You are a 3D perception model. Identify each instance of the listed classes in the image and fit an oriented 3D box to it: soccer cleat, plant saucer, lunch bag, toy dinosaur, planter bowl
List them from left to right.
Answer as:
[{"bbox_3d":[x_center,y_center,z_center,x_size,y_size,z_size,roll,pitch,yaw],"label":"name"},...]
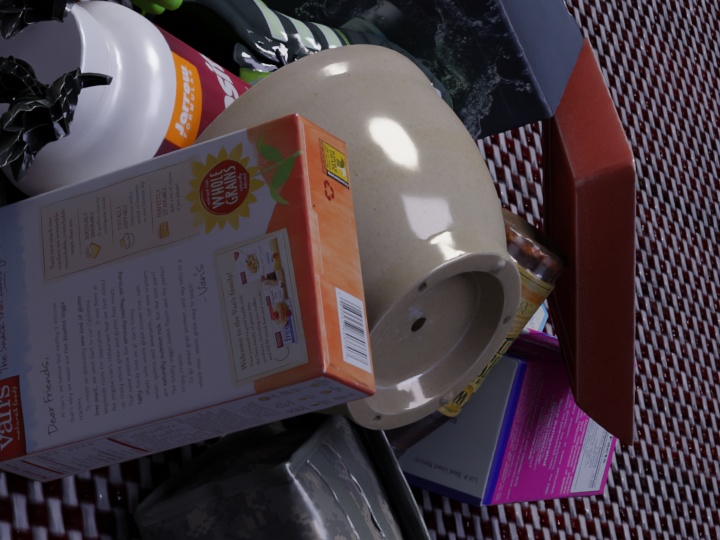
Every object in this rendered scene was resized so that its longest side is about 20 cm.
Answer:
[{"bbox_3d":[-0.192,-0.126,1.146,0.200,0.135,0.102,-46,143,-26],"label":"toy dinosaur"},{"bbox_3d":[-0.042,-0.121,1.461,0.199,0.068,0.081,25,36,-1],"label":"soccer cleat"},{"bbox_3d":[-0.022,0.163,1.358,0.165,0.117,0.200,68,19,-8],"label":"lunch bag"},{"bbox_3d":[0.000,0.000,1.293,0.135,0.200,0.200,46,9,32],"label":"planter bowl"},{"bbox_3d":[0.143,-0.020,1.546,0.200,0.037,0.201,-98,-175,-62],"label":"plant saucer"}]

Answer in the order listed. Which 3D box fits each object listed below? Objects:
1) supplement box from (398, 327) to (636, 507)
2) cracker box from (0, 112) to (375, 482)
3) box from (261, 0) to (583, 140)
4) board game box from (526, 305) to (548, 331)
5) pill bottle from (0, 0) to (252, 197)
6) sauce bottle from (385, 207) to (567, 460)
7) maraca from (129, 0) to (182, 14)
[{"bbox_3d":[0.094,0.094,1.624,0.200,0.101,0.104,8,98,-62],"label":"supplement box"},{"bbox_3d":[-0.097,0.017,1.198,0.058,0.199,0.135,28,51,-59],"label":"cracker box"},{"bbox_3d":[0.008,-0.177,1.534,0.197,0.199,0.118,63,27,-22],"label":"box"},{"bbox_3d":[0.072,-0.014,1.767,0.201,0.034,0.135,65,26,-20],"label":"board game box"},{"bbox_3d":[-0.126,-0.076,1.297,0.200,0.113,0.113,28,51,-57],"label":"pill bottle"},{"bbox_3d":[0.049,0.055,1.502,0.066,0.200,0.066,33,12,-8],"label":"sauce bottle"},{"bbox_3d":[-0.168,-0.192,1.272,0.107,0.137,0.200,-56,147,-7],"label":"maraca"}]
